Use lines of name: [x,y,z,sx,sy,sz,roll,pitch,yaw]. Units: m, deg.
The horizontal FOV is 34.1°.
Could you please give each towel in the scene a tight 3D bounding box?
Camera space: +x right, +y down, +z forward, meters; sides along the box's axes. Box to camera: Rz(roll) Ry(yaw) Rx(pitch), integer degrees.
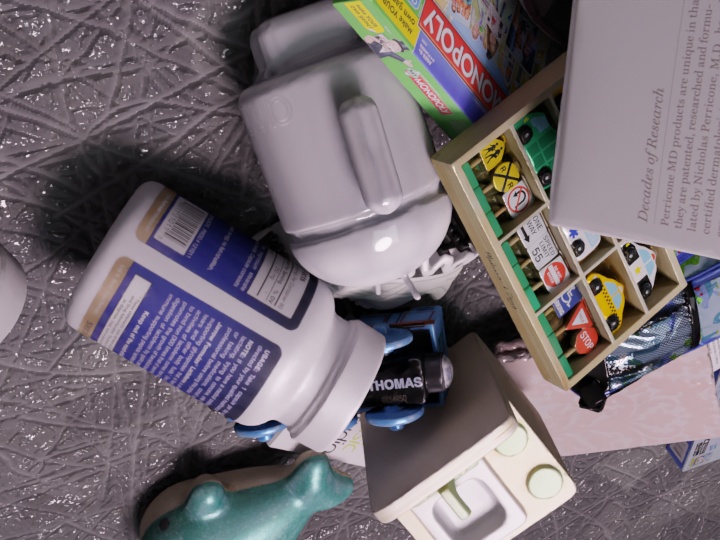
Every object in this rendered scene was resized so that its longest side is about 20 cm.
towel: [0.235,0.112,1.101,0.191,0.032,0.200,-9,142,15]

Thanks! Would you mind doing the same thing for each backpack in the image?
backpack: [0.226,-0.014,0.954,0.200,0.183,0.147,-21,125,-7]

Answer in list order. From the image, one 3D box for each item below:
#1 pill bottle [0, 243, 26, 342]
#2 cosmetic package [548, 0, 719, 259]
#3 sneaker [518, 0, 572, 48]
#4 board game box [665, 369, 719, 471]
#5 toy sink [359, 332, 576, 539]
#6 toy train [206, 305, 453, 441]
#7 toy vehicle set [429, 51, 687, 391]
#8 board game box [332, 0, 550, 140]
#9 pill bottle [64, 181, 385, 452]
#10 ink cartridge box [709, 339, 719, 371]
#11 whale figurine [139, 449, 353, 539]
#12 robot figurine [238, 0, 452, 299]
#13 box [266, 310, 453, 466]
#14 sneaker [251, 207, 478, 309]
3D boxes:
pill bottle: [-0.295,-0.026,0.695,0.114,0.114,0.200,-32,139,2]
cosmetic package: [0.245,-0.096,0.690,0.167,0.200,0.166,-11,110,-48]
sneaker: [0.136,-0.209,0.730,0.076,0.116,0.200,-34,122,-2]
board game box: [0.459,0.125,1.329,0.199,0.043,0.200,-13,135,-18]
toy sink: [0.087,0.157,0.959,0.130,0.200,0.112,-37,104,6]
toy train: [-0.023,0.081,0.932,0.200,0.114,0.087,-7,101,13]
toy vehicle set: [0.139,-0.030,0.795,0.124,0.027,0.200,-39,120,-15]
board game box: [0.063,-0.167,0.762,0.029,0.135,0.200,-1,154,35]
pill bottle: [-0.090,0.036,0.808,0.200,0.116,0.116,32,115,-8]
ink cartridge box: [0.342,0.015,1.122,0.200,0.084,0.146,-30,138,0]
whale figurine: [-0.100,0.236,1.057,0.200,0.104,0.159,-26,139,10]
robot figurine: [-0.009,-0.075,0.774,0.113,0.170,0.200,-21,98,-6]
box: [0.024,0.120,1.079,0.200,0.036,0.144,19,119,-43]
sneaker: [0.000,0.000,0.927,0.200,0.075,0.081,-4,141,-26]
